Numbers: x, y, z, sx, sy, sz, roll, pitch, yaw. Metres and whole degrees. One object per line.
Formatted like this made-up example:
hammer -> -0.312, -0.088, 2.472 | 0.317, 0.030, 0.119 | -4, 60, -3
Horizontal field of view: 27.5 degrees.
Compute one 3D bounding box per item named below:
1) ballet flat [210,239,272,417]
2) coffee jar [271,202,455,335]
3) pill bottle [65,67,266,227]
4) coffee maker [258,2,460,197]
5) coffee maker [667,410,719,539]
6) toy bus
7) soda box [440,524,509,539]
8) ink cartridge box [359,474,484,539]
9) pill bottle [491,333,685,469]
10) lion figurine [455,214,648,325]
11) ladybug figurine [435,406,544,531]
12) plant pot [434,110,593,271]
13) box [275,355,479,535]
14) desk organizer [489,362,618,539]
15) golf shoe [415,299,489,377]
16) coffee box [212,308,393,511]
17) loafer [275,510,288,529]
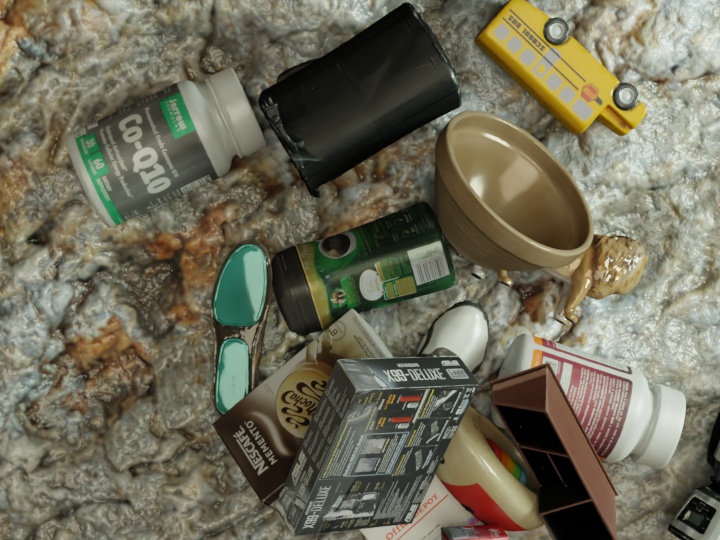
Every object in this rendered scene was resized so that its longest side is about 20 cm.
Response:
ballet flat -> -0.136, 0.065, 1.642 | 0.067, 0.067, 0.203 | 10, 92, 4
coffee jar -> 0.000, 0.000, 1.628 | 0.198, 0.105, 0.086 | -18, 120, -2
pill bottle -> -0.210, -0.138, 1.606 | 0.198, 0.113, 0.114 | -26, 94, -2
coffee maker -> 0.004, -0.180, 1.571 | 0.199, 0.192, 0.136 | -32, 102, 0
coffee maker -> 0.469, 0.252, 1.655 | 0.191, 0.135, 0.202 | 27, 91, -5
toy bus -> 0.227, -0.222, 1.652 | 0.200, 0.065, 0.078 | 42, 90, -4
soda box -> 0.126, 0.377, 1.570 | 0.069, 0.063, 0.203 | -3, 93, -3
ink cartridge box -> 0.083, 0.305, 1.667 | 0.116, 0.067, 0.201 | -40, 96, -1
pill bottle -> 0.255, 0.150, 1.649 | 0.198, 0.110, 0.111 | 18, 91, -4
lion figurine -> 0.219, -0.017, 1.660 | 0.198, 0.072, 0.123 | 29, 81, 0
ladybug figurine -> 0.140, 0.227, 1.629 | 0.072, 0.136, 0.200 | -37, 124, 13
plant pot -> 0.148, -0.069, 1.590 | 0.200, 0.201, 0.093 | 40, 125, -5
box -> 0.016, 0.182, 1.521 | 0.156, 0.050, 0.202 | 0, 126, -34
desk organizer -> 0.209, 0.206, 1.579 | 0.071, 0.077, 0.201 | -20, 119, 20
golf shoe -> 0.086, 0.126, 1.646 | 0.077, 0.094, 0.201 | 30, 89, -1
coffee box -> -0.044, 0.154, 1.586 | 0.199, 0.080, 0.113 | -40, 63, 2
loafer -> -0.044, 0.198, 1.657 | 0.069, 0.070, 0.202 | 17, 76, 16
